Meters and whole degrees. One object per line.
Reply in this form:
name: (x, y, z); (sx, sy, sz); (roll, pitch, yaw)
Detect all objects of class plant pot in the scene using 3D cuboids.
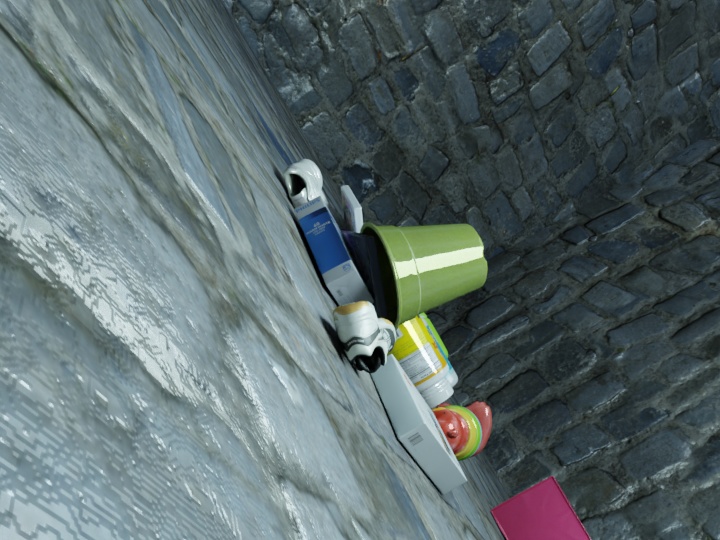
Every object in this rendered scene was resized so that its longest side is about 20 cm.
plant pot: (0.117, -0.007, 1.263); (0.200, 0.190, 0.200); (167, -90, -74)

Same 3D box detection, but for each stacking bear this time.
stacking bear: (0.171, 0.305, 1.334); (0.200, 0.121, 0.114); (28, 58, -65)

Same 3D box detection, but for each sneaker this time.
sneaker: (-0.099, -0.121, 1.397); (0.200, 0.075, 0.100); (63, 28, -4)
sneaker: (0.008, 0.112, 1.029); (0.200, 0.076, 0.088); (43, 33, -66)

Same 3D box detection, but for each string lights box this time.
string lights box: (-0.049, -0.028, 1.246); (0.200, 0.059, 0.103); (64, 3, 40)

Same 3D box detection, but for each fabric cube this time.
fabric cube: (0.492, 0.698, 1.870); (0.200, 0.196, 0.199); (63, 5, 33)

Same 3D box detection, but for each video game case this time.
video game case: (0.000, 0.000, 1.298); (0.200, 0.019, 0.143); (-155, -126, -72)
video game case: (-0.011, -0.054, 1.395); (0.143, 0.018, 0.200); (-116, -162, -63)

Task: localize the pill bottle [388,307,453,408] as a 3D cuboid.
pill bottle: (0.098, 0.166, 1.356); (0.200, 0.109, 0.109); (60, 4, -1)

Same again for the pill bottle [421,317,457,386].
pill bottle: (0.116, 0.177, 1.505); (0.200, 0.111, 0.111); (60, 4, 3)

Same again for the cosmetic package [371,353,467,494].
cosmetic package: (0.093, 0.250, 1.138); (0.200, 0.052, 0.151); (57, 3, -42)

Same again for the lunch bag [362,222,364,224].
lunch bag: (0.027, -0.028, 1.644); (0.168, 0.139, 0.200); (60, 3, -7)

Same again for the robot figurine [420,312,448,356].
robot figurine: (0.127, 0.171, 1.637); (0.200, 0.116, 0.175); (62, 13, 27)
